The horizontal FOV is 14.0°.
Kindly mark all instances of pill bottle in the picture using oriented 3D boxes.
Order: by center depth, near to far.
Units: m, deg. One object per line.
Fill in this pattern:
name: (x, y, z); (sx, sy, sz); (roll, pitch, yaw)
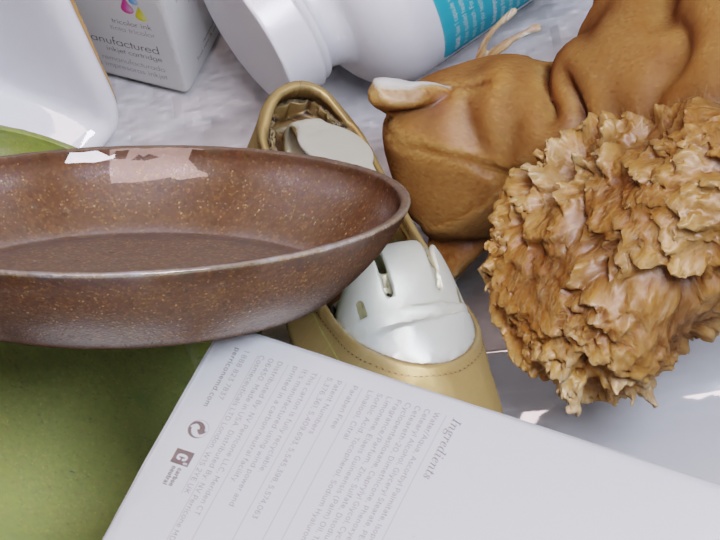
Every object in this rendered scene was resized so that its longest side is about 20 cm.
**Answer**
pill bottle: (0.032, -0.151, 1.216); (0.200, 0.111, 0.111); (-35, 58, -14)

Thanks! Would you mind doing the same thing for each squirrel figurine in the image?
squirrel figurine: (0.095, -0.043, 1.102); (0.187, 0.142, 0.200); (-7, 33, 15)

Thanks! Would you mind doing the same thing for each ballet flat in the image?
ballet flat: (0.000, 0.000, 1.101); (0.069, 0.063, 0.200); (-9, 41, -24)

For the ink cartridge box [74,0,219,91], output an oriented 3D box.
ink cartridge box: (-0.127, -0.170, 1.202); (0.116, 0.200, 0.067); (15, 60, 19)

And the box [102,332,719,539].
box: (0.030, 0.115, 0.997); (0.200, 0.124, 0.098); (17, 60, 21)

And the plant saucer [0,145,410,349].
plant saucer: (-0.082, -0.008, 1.035); (0.200, 0.037, 0.200); (-2, 14, 0)

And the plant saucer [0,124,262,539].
plant saucer: (-0.124, 0.033, 1.089); (0.200, 0.031, 0.200); (20, 45, -22)

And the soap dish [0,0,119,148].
soap dish: (-0.203, -0.063, 1.176); (0.200, 0.157, 0.081); (-42, 51, -17)

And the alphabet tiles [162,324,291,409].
alphabet tiles: (-0.072, 0.043, 1.153); (0.196, 0.015, 0.200); (14, 60, 12)

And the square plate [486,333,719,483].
square plate: (0.111, 0.111, 1.078); (0.198, 0.028, 0.200); (-8, 56, 6)
